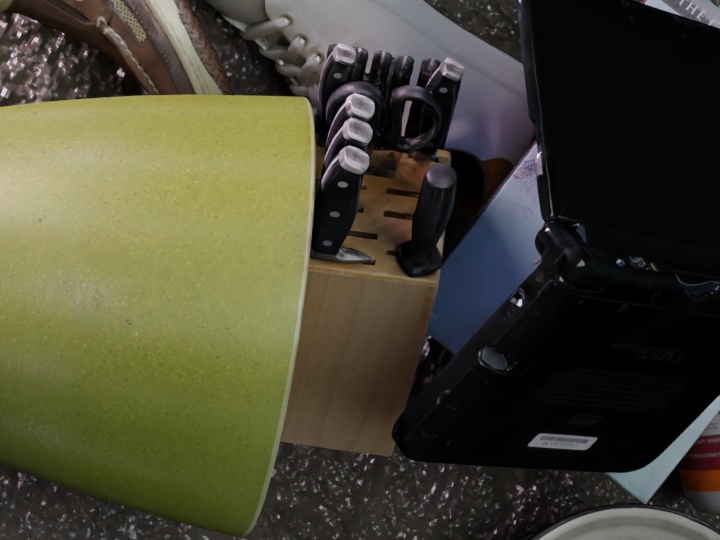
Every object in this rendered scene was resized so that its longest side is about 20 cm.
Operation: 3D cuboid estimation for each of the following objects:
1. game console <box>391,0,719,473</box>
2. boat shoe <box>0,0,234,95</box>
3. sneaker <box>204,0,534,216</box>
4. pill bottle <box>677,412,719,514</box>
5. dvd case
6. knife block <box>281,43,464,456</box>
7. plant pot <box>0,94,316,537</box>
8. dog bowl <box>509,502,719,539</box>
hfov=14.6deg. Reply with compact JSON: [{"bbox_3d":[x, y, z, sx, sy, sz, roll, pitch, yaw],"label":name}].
[{"bbox_3d":[0.096,-0.013,1.196,0.200,0.176,0.116,8,39,-53],"label":"game console"},{"bbox_3d":[-0.128,-0.133,1.232,0.075,0.075,0.203,-31,100,-4],"label":"boat shoe"},{"bbox_3d":[-0.004,-0.087,1.281,0.200,0.073,0.085,27,73,-24],"label":"sneaker"},{"bbox_3d":[0.187,0.008,1.351,0.109,0.110,0.201,-15,94,-26],"label":"pill bottle"},{"bbox_3d":[0.136,-0.015,1.289,0.146,0.022,0.200,39,95,3],"label":"dvd case"},{"bbox_3d":[0.000,0.000,1.193,0.064,0.176,0.201,8,103,-2],"label":"knife block"},{"bbox_3d":[-0.134,0.006,1.169,0.199,0.187,0.188,8,83,-8],"label":"plant pot"},{"bbox_3d":[0.109,0.209,1.320,0.200,0.074,0.201,2,86,-27],"label":"dog bowl"}]
